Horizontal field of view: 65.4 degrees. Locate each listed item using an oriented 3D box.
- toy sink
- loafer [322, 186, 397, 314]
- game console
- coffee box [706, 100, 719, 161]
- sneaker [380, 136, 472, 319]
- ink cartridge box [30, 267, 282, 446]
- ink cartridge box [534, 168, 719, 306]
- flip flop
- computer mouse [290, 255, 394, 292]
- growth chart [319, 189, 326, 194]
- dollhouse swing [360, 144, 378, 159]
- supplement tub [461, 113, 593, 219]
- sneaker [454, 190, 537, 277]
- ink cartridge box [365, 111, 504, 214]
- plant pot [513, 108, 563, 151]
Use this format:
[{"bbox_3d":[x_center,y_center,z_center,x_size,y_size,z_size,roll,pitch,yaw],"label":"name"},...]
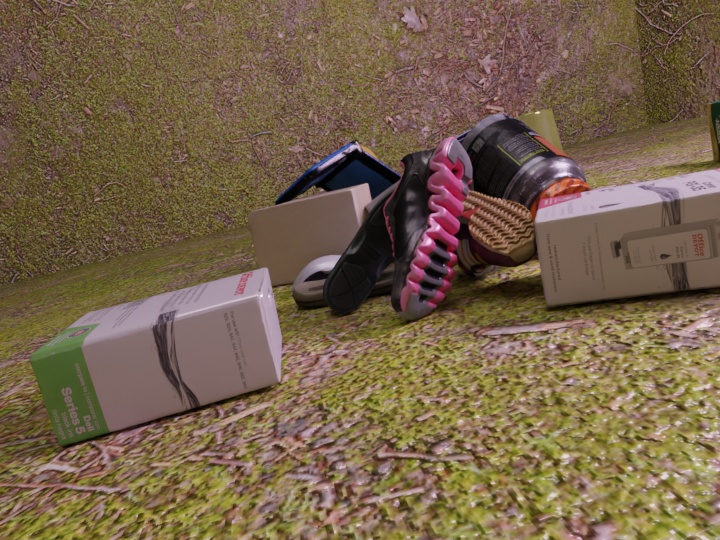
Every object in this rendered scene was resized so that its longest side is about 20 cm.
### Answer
[{"bbox_3d":[-0.075,-0.062,0.968,0.194,0.135,0.112,-10,10,18],"label":"toy sink"},{"bbox_3d":[0.021,-0.037,0.694,0.201,0.072,0.063,-48,13,-5],"label":"loafer"},{"bbox_3d":[-0.041,-0.144,1.041,0.169,0.120,0.199,-38,7,-28],"label":"game console"},{"bbox_3d":[0.749,-0.273,1.074,0.043,0.127,0.200,-14,12,2],"label":"coffee box"},{"bbox_3d":[0.060,-0.047,0.618,0.093,0.206,0.079,3,-21,37],"label":"sneaker"},{"bbox_3d":[-0.175,0.071,0.534,0.193,0.087,0.146,-14,11,-5],"label":"ink cartridge box"},{"bbox_3d":[0.274,-0.036,0.538,0.194,0.086,0.146,-9,11,22],"label":"ink cartridge box"},{"bbox_3d":[0.000,0.000,0.755,0.193,0.060,0.081,-12,11,5],"label":"flip flop"},{"bbox_3d":[-0.015,-0.007,0.843,0.193,0.045,0.110,-13,10,0],"label":"computer mouse"},{"bbox_3d":[0.018,-0.135,1.192,0.197,0.018,0.143,30,-25,-27],"label":"growth chart"},{"bbox_3d":[0.009,-0.167,1.349,0.173,0.203,0.183,25,20,-27],"label":"dollhouse swing"},{"bbox_3d":[0.223,-0.120,0.768,0.119,0.125,0.202,-14,40,-11],"label":"supplement tub"},{"bbox_3d":[0.152,-0.030,0.661,0.073,0.092,0.201,-23,24,-5],"label":"sneaker"},{"bbox_3d":[0.127,-0.163,0.909,0.198,0.041,0.199,-34,1,-39],"label":"ink cartridge box"},{"bbox_3d":[0.433,-0.303,1.425,0.193,0.191,0.201,-12,11,2],"label":"plant pot"}]
